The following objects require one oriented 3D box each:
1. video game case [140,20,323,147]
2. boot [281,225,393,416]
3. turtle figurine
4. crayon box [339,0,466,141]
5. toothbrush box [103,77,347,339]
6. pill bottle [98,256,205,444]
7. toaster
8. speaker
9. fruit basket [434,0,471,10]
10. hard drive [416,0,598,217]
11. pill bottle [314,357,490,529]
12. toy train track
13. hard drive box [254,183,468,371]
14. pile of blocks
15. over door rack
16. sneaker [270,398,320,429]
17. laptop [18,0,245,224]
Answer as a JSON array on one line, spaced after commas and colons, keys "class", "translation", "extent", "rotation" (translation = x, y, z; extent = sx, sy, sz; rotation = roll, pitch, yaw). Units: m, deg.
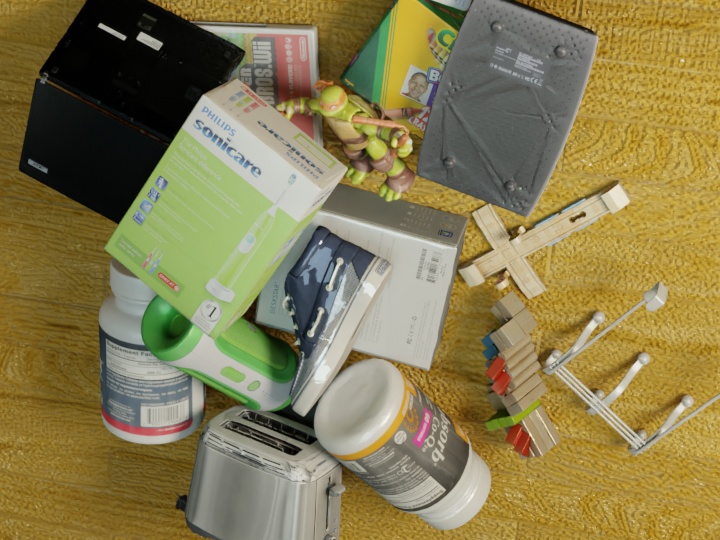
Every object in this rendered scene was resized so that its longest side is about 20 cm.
[{"class": "video game case", "translation": [-0.139, -0.189, 1.728], "extent": [0.198, 0.017, 0.144], "rotation": [4, 117, 13]}, {"class": "boot", "translation": [-0.047, 0.051, 1.716], "extent": [0.090, 0.073, 0.201], "rotation": [31, 113, 6]}, {"class": "turtle figurine", "translation": [-0.014, -0.142, 1.643], "extent": [0.199, 0.065, 0.161], "rotation": [15, 158, 30]}, {"class": "crayon box", "translation": [0.095, -0.184, 1.647], "extent": [0.199, 0.058, 0.119], "rotation": [36, 119, -5]}, {"class": "toothbrush box", "translation": [-0.132, -0.060, 1.604], "extent": [0.145, 0.086, 0.200], "rotation": [38, 116, 4]}, {"class": "pill bottle", "translation": [-0.230, 0.078, 1.827], "extent": [0.119, 0.120, 0.201], "rotation": [8, 117, 10]}, {"class": "toaster", "translation": [-0.109, 0.233, 1.807], "extent": [0.199, 0.113, 0.130], "rotation": [19, 112, 25]}, {"class": "speaker", "translation": [-0.144, 0.086, 1.759], "extent": [0.088, 0.089, 0.200], "rotation": [-24, 147, 23]}, {"class": "fruit basket", "translation": [0.040, -0.355, 1.516], "extent": [0.199, 0.094, 0.186], "rotation": [15, 120, -12]}, {"class": "hard drive", "translation": [0.141, -0.162, 1.588], "extent": [0.134, 0.042, 0.201], "rotation": [21, 120, 4]}, {"class": "pill bottle", "translation": [0.050, 0.193, 1.788], "extent": [0.116, 0.117, 0.200], "rotation": [-28, 129, 25]}, {"class": "toy train track", "translation": [0.189, -0.033, 1.714], "extent": [0.199, 0.033, 0.115], "rotation": [-29, 106, 24]}, {"class": "hard drive box", "translation": [0.000, 0.000, 1.753], "extent": [0.199, 0.077, 0.157], "rotation": [16, 119, 6]}, {"class": "pile of blocks", "translation": [0.153, 0.122, 1.765], "extent": [0.082, 0.062, 0.201], "rotation": [11, 123, 43]}, {"class": "over door rack", "translation": [0.305, 0.099, 1.722], "extent": [0.148, 0.067, 0.200], "rotation": [42, 139, -8]}, {"class": "sneaker", "translation": [-0.078, 0.206, 1.888], "extent": [0.106, 0.075, 0.201], "rotation": [36, 117, 7]}, {"class": "laptop", "translation": [-0.239, -0.166, 1.710], "extent": [0.176, 0.201, 0.103], "rotation": [27, 163, 9]}]
